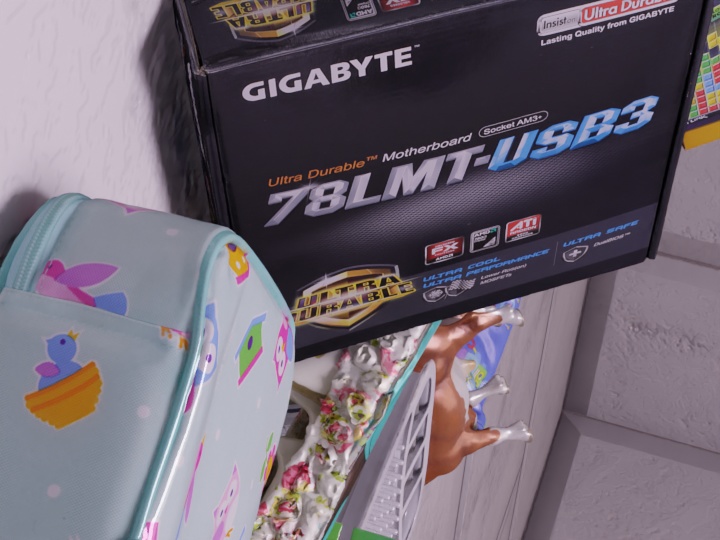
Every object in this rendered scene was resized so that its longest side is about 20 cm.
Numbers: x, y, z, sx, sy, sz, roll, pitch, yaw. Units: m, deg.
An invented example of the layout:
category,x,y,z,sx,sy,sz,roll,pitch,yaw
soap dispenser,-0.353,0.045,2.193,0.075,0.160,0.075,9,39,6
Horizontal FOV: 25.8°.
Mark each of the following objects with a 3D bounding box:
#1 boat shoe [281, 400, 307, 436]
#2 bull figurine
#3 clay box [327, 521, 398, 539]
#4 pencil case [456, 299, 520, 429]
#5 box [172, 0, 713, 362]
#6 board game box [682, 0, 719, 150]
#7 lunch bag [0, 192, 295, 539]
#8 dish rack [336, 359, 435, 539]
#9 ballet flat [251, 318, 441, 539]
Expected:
category,x,y,z,sx,sy,sz,roll,pitch,yaw
boat shoe,0.000,0.000,0.819,0.201,0.071,0.063,-62,158,-44
bull figurine,0.057,0.096,1.126,0.202,0.120,0.065,83,-19,-44
clay box,-0.043,0.204,0.745,0.048,0.113,0.202,82,24,-60
pencil case,0.087,0.035,1.245,0.078,0.086,0.202,-10,-122,59
box,0.034,-0.051,0.632,0.199,0.197,0.050,89,-16,-57
board game box,0.121,-0.182,0.709,0.166,0.056,0.202,58,10,-54
lunch bag,-0.084,0.088,0.504,0.161,0.076,0.202,66,39,-74
dish rack,-0.002,0.168,0.996,0.173,0.043,0.201,94,15,-44
ballet flat,-0.027,0.077,0.716,0.202,0.063,0.076,-62,-171,-13
